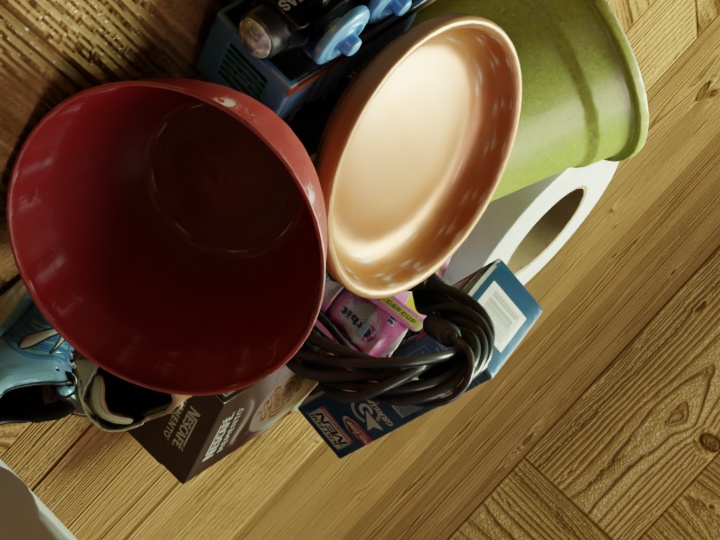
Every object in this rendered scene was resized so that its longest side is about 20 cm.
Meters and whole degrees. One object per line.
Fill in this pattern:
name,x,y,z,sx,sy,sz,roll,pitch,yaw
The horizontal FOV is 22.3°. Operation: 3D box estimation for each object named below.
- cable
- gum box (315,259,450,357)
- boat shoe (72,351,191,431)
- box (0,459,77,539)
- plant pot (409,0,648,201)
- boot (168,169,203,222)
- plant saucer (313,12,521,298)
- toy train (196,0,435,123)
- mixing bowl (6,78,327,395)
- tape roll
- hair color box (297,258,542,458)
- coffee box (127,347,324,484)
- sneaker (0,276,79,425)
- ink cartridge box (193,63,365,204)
cable,0.012,0.036,1.255,0.163,0.200,0.051,-7,122,-42
gum box,0.000,0.000,1.431,0.066,0.113,0.200,-52,-177,19
boat shoe,-0.166,0.072,1.259,0.200,0.076,0.072,-23,-159,52
box,-0.280,0.221,1.189,0.200,0.199,0.131,-43,163,-12
plant pot,0.080,-0.127,1.359,0.184,0.200,0.200,-31,160,-14
boot,-0.105,-0.044,1.275,0.132,0.070,0.200,-20,163,-26
plant saucer,0.032,-0.078,1.207,0.200,0.037,0.200,-34,139,-36
toy train,-0.011,-0.174,1.166,0.200,0.087,0.114,-38,171,-36
mixing bowl,-0.099,-0.037,1.102,0.200,0.200,0.108,-57,179,32
tape roll,0.112,-0.077,1.600,0.203,0.139,0.203,-43,164,-16
hair color box,0.046,0.073,1.493,0.200,0.061,0.100,-33,-170,44
coffee box,-0.095,0.082,1.551,0.200,0.080,0.114,-31,157,-45
sneaker,-0.209,0.061,1.185,0.200,0.090,0.078,-38,162,-43
ink cartridge box,-0.022,-0.124,1.221,0.200,0.095,0.037,-34,157,-38
